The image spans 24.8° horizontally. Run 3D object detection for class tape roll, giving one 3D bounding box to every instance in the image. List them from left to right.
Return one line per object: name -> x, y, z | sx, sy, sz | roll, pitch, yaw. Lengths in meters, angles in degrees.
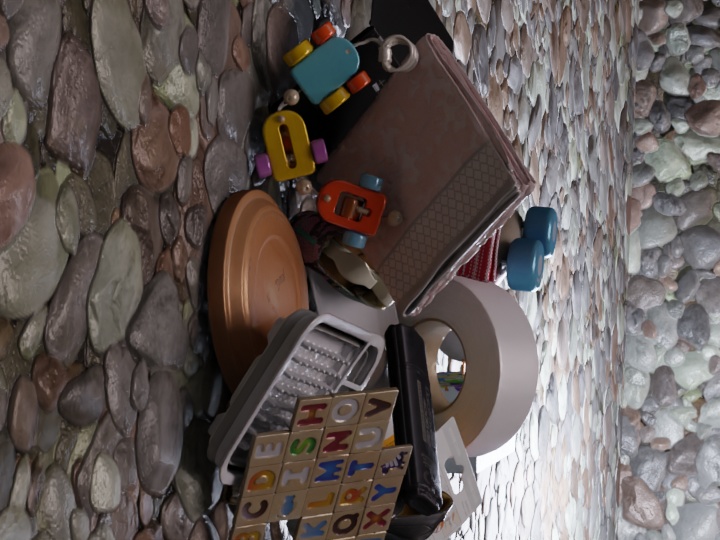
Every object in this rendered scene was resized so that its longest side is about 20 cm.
tape roll -> 0.098, 0.105, 1.801 | 0.070, 0.201, 0.205 | 4, 86, -45

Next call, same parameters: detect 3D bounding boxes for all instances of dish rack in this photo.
dish rack -> -0.062, 0.112, 1.453 | 0.172, 0.043, 0.200 | -57, 159, 1

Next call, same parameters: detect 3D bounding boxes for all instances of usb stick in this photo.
usb stick -> 0.050, 0.139, 1.565 | 0.055, 0.032, 0.201 | 46, 29, -43

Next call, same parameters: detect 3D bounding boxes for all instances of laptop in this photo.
laptop -> 0.008, -0.200, 1.666 | 0.187, 0.199, 0.116 | 49, 3, -47

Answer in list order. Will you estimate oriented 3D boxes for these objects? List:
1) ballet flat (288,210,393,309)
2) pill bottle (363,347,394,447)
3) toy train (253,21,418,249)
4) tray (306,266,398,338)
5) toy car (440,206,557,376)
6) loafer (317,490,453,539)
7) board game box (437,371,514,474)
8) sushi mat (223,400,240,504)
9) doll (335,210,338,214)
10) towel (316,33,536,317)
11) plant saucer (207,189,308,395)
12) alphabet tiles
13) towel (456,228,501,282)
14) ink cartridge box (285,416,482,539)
ballet flat -> 0.000, 0.000, 1.644 | 0.069, 0.071, 0.199 | -52, 140, 7
pill bottle -> 0.011, 0.156, 1.687 | 0.201, 0.112, 0.114 | 69, 28, -46
toy train -> -0.020, -0.130, 1.542 | 0.056, 0.149, 0.202 | -138, -120, -83
tray -> -0.011, 0.032, 1.718 | 0.107, 0.022, 0.202 | -36, 129, -35
toy car -> 0.134, 0.031, 1.960 | 0.177, 0.182, 0.202 | -57, 148, -59
loafer -> 0.011, 0.213, 1.542 | 0.199, 0.072, 0.073 | 24, 32, -53
board game box -> 0.120, 0.185, 2.033 | 0.200, 0.102, 0.106 | -4, 94, -71
sushi mat -> -0.086, 0.177, 1.552 | 0.200, 0.012, 0.097 | 29, 62, -69
doll -> -0.001, -0.121, 1.744 | 0.137, 0.048, 0.200 | -63, 154, -11
towel -> 0.055, -0.087, 1.545 | 0.032, 0.200, 0.192 | 0, 51, -46
plant saucer -> -0.088, 0.026, 1.498 | 0.200, 0.032, 0.203 | -4, 90, -73
alphabet tiles -> -0.032, 0.189, 1.441 | 0.008, 0.166, 0.202 | 51, -45, 45
towel -> 0.102, -0.071, 1.764 | 0.200, 0.022, 0.146 | 20, -77, 62
ink cartridge box -> 0.028, 0.249, 1.680 | 0.200, 0.047, 0.161 | -40, 139, -17
